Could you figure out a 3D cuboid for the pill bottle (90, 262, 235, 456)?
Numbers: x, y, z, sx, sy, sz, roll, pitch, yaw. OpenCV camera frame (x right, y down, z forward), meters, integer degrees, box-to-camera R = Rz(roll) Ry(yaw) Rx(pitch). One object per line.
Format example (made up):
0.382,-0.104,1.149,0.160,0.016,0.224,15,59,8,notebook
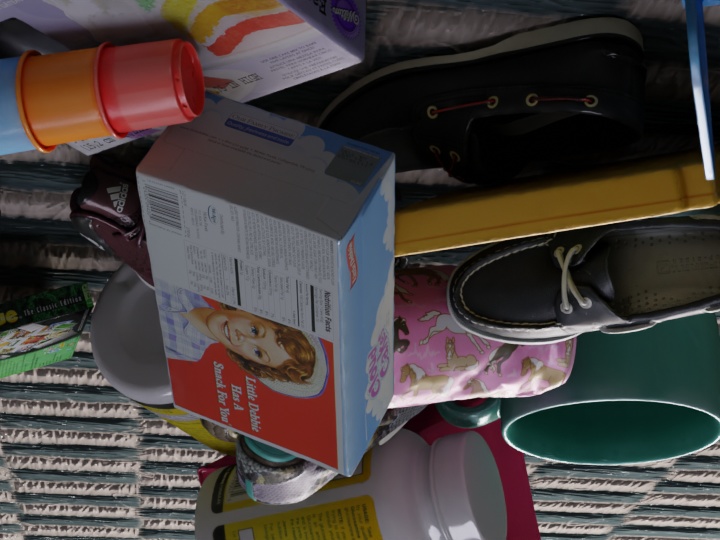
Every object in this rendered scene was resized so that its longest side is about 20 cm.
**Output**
-0.094,0.065,1.258,0.114,0.114,0.200,-9,155,20,pill bottle

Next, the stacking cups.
-0.177,-0.080,0.867,0.200,0.061,0.061,-8,156,15,stacking cups

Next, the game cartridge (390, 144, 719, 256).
0.125,-0.040,0.998,0.176,0.032,0.200,-9,-175,21,game cartridge

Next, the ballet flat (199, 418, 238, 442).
-0.034,0.090,1.209,0.046,0.067,0.200,38,-163,29,ballet flat

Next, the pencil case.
0.039,0.044,1.115,0.200,0.083,0.087,-6,139,-23,pencil case

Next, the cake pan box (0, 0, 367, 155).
-0.128,-0.132,0.876,0.200,0.052,0.184,-14,151,31,cake pan box

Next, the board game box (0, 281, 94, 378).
-0.247,0.050,1.255,0.105,0.023,0.200,-18,172,-17,board game box

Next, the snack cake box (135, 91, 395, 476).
-0.044,0.011,0.945,0.115,0.067,0.200,19,142,16,snack cake box

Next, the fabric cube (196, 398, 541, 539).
0.017,0.214,1.417,0.200,0.196,0.199,-11,-176,24,fabric cube

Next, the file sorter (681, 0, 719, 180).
0.243,-0.123,0.798,0.200,0.123,0.139,-5,157,12,file sorter

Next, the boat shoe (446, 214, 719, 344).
0.147,0.000,1.049,0.200,0.076,0.060,-12,174,8,boat shoe

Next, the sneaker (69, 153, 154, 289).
-0.108,-0.021,1.060,0.115,0.076,0.200,32,163,-38,sneaker

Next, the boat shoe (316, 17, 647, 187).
0.061,-0.081,0.980,0.201,0.063,0.074,-12,155,30,boat shoe

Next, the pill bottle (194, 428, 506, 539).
-0.005,0.174,1.249,0.200,0.113,0.112,-14,153,20,pill bottle

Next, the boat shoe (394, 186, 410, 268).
0.000,0.000,1.158,0.063,0.073,0.200,2,153,4,boat shoe

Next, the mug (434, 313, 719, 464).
0.158,0.056,1.232,0.185,0.114,0.152,12,155,-23,mug

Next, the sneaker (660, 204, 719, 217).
0.215,-0.015,1.103,0.200,0.082,0.074,-10,154,24,sneaker

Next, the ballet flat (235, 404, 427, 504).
-0.007,0.092,1.167,0.200,0.072,0.072,-32,179,-38,ballet flat
